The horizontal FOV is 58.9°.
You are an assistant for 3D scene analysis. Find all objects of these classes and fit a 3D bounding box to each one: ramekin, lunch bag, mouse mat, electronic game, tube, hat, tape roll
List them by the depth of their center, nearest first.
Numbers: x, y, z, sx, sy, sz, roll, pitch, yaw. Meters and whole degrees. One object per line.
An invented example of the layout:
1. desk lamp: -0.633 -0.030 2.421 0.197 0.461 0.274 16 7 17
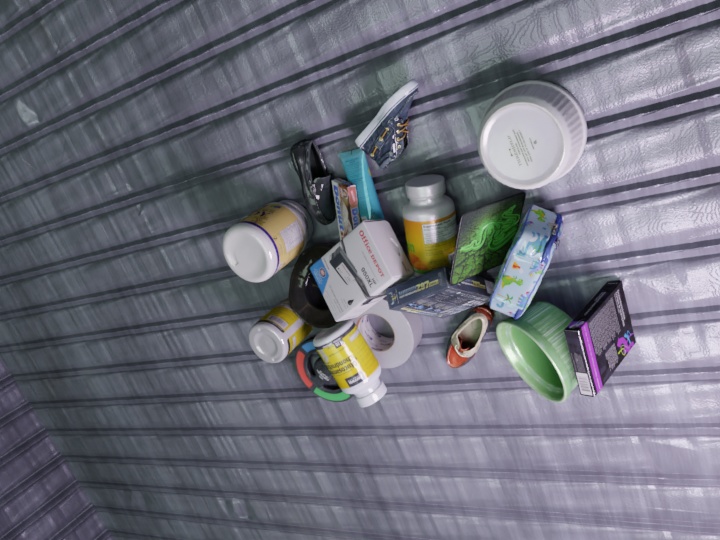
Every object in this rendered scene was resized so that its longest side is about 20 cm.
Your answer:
1. ramekin: 0.311 -0.244 1.185 0.201 0.094 0.204 13 121 23
2. lunch bag: 0.328 -0.019 1.257 0.082 0.161 0.201 23 126 11
3. mouse mat: 0.252 -0.063 1.258 0.008 0.199 0.162 32 130 38
4. ramekin: 0.381 0.160 1.308 0.200 0.097 0.200 52 166 18
5. tube: 0.009 -0.172 1.430 0.077 0.050 0.201 -8 107 38
6. tape roll: 0.050 0.137 1.558 0.199 0.066 0.202 13 120 23
7. hat: -0.082 0.038 1.564 0.199 0.081 0.202 0 91 25
8. electronic game: -0.091 0.270 1.724 0.199 0.042 0.201 13 121 23

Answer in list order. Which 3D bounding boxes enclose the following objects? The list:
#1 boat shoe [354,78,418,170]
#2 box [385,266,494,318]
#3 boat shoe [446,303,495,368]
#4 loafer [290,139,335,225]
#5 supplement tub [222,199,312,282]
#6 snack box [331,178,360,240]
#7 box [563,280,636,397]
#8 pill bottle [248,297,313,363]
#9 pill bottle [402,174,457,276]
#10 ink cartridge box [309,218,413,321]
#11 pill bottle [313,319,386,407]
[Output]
1. boat shoe: 0.076 -0.298 1.312 0.091 0.071 0.200 46 135 -1
2. box: 0.176 0.051 1.363 0.157 0.199 0.051 -25 65 37
3. boat shoe: 0.245 0.159 1.460 0.071 0.063 0.201 32 128 9
4. loafer: -0.099 -0.201 1.459 0.070 0.068 0.202 -7 108 43
5. supplement tub: -0.214 -0.076 1.510 0.144 0.200 0.146 13 121 23
6. snack box: -0.027 -0.109 1.473 0.072 0.024 0.201 32 136 51
7. box: 0.466 0.127 1.230 0.036 0.200 0.144 0 116 48
8. pill bottle: -0.183 0.136 1.605 0.111 0.200 0.112 14 121 24
9. pill bottle: 0.148 -0.094 1.348 0.110 0.111 0.201 3 116 28
10. ink cartridge box: 0.000 0.000 1.405 0.200 0.084 0.145 -39 72 36
11. pill bottle: -0.020 0.223 1.532 0.112 0.112 0.201 -24 101 37
